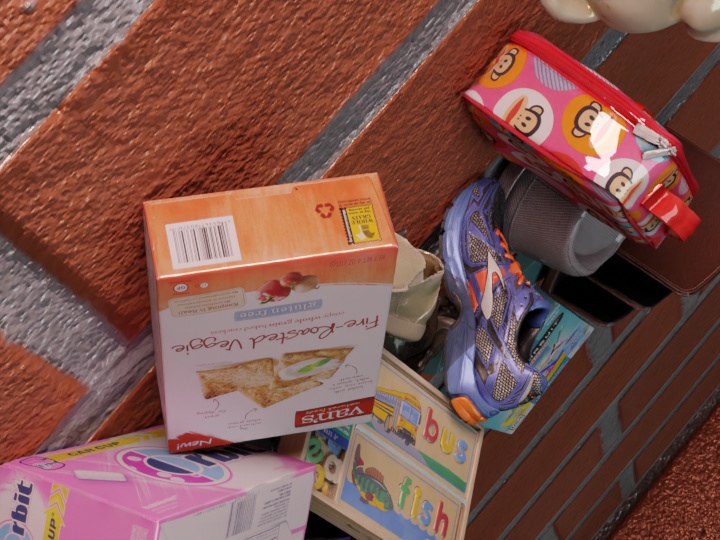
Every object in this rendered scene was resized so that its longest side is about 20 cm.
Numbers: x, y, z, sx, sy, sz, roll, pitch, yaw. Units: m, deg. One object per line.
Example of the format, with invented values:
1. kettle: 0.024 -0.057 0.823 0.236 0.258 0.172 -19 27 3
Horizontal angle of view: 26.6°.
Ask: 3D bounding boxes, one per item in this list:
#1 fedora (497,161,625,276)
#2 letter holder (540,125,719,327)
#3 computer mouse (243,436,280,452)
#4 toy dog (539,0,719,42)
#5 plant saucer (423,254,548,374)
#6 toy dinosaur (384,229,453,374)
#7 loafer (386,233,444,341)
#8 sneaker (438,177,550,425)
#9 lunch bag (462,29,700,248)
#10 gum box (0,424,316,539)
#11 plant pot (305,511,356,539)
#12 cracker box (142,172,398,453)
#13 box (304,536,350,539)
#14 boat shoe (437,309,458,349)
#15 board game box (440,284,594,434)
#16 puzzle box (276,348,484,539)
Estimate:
1. fedora: 0.187 -0.057 1.316 0.177 0.090 0.200 -51 160 -1
2. letter holder: 0.296 -0.028 1.496 0.200 0.142 0.101 -42 158 -40
3. computer mouse: -0.085 0.127 1.105 0.138 0.053 0.200 -17 141 -59
4. toy dog: 0.207 -0.252 1.000 0.194 0.140 0.200 -12 157 0
5. plant saucer: 0.131 0.025 1.445 0.200 0.019 0.070 -41 158 -29
6. toy dinosaur: 0.028 0.054 1.189 0.102 0.077 0.200 -53 169 -38
7. loafer: 0.000 0.000 1.044 0.068 0.076 0.200 -63 157 4
8. sneaker: 0.110 0.021 1.188 0.075 0.078 0.200 38 47 -61
9. lunch bag: 0.175 -0.084 1.117 0.082 0.176 0.200 -52 160 3
10. gum box: -0.122 0.150 0.953 0.200 0.113 0.066 -6 108 -63
11. plant pot: 0.015 0.200 1.298 0.187 0.187 0.200 -63 171 30
12. cracker box: -0.055 0.031 0.903 0.134 0.058 0.200 -8 147 -10
13. box: -0.106 0.217 1.103 0.200 0.137 0.039 14 75 -68
14. boat shoe: 0.107 0.058 1.321 0.062 0.073 0.200 -43 165 -4
15. board game box: 0.166 0.095 1.597 0.151 0.047 0.200 -53 160 4
16. puzzle box: 0.019 0.133 1.115 0.200 0.025 0.133 38 54 -41
